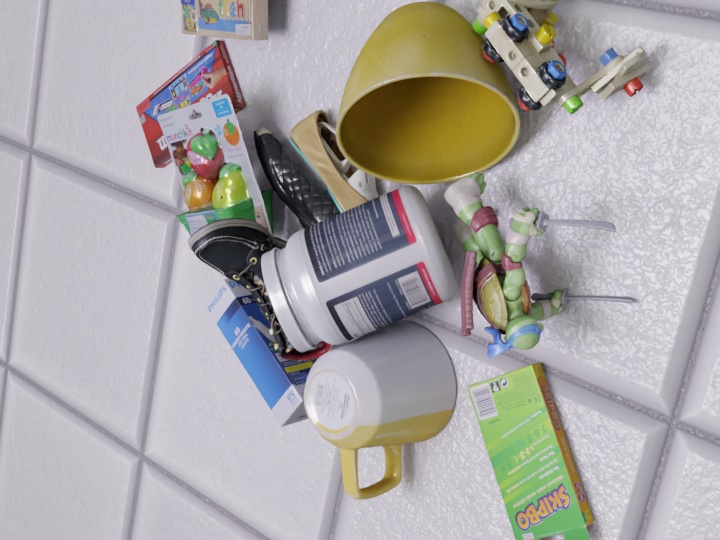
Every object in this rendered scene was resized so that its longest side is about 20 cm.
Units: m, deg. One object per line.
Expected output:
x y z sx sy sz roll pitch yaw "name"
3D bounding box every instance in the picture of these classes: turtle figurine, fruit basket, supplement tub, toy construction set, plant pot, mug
0.181 -0.018 1.049 0.200 0.143 0.195 -46 50 21 "turtle figurine"
-0.203 -0.124 1.332 0.184 0.093 0.202 -2 115 49 "fruit basket"
0.000 0.000 1.133 0.198 0.140 0.142 -22 79 6 "supplement tub"
0.197 -0.232 1.016 0.200 0.131 0.093 45 133 21 "toy construction set"
0.072 -0.209 1.089 0.199 0.199 0.143 -24 55 37 "plant pot"
0.020 0.160 1.168 0.149 0.152 0.188 -35 73 35 "mug"

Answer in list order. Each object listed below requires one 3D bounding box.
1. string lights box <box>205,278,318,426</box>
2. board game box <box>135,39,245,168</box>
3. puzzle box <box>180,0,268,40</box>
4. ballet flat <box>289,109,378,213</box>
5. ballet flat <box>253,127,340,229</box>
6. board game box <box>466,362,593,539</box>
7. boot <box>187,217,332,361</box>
-0.108 0.100 1.298 0.201 0.102 0.059 54 125 22 "string lights box"
-0.251 -0.239 1.438 0.199 0.019 0.104 -28 78 37 "board game box"
-0.188 -0.384 1.330 0.199 0.025 0.135 19 115 50 "puzzle box"
-0.020 -0.122 1.234 0.063 0.068 0.201 -43 68 18 "ballet flat"
-0.082 -0.116 1.302 0.201 0.056 0.067 53 165 24 "ballet flat"
0.193 0.215 1.114 0.095 0.030 0.202 -24 76 38 "board game box"
-0.117 0.026 1.223 0.073 0.203 0.155 -35 61 20 "boot"
